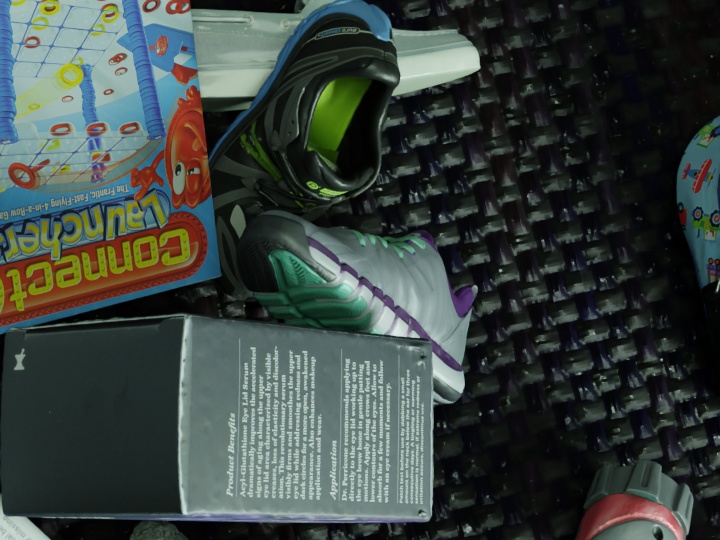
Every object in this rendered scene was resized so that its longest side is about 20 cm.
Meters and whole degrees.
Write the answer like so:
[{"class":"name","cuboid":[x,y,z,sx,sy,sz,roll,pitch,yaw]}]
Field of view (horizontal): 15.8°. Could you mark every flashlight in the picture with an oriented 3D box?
[{"class":"flashlight","cuboid":[0.145,0.199,1.490,0.068,0.068,0.200,39,40,-16]}]

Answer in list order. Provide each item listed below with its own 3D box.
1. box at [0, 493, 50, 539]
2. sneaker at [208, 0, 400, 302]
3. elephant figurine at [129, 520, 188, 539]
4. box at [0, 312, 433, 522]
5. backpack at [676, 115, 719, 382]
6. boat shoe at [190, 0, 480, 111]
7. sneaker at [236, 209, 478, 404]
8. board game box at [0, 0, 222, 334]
[{"class":"box","cuboid":[-0.250,0.215,1.421,0.184,0.105,0.200,43,74,-3]},{"class":"sneaker","cuboid":[-0.037,-0.061,1.487,0.070,0.083,0.200,14,122,-29]},{"class":"elephant figurine","cuboid":[-0.017,0.214,1.473,0.155,0.141,0.201,4,63,-44]},{"class":"box","cuboid":[-0.076,0.085,1.416,0.199,0.147,0.105,6,82,-46]},{"class":"backpack","cuboid":[0.292,-0.019,1.573,0.182,0.135,0.201,-12,82,-16]},{"class":"boat shoe","cuboid":[-0.027,-0.138,1.544,0.200,0.070,0.072,-5,86,-12]},{"class":"sneaker","cuboid":[0.000,0.000,1.502,0.200,0.074,0.088,43,56,-46]},{"class":"board game box","cuboid":[-0.179,-0.074,1.440,0.199,0.056,0.197,-16,104,-40]}]
